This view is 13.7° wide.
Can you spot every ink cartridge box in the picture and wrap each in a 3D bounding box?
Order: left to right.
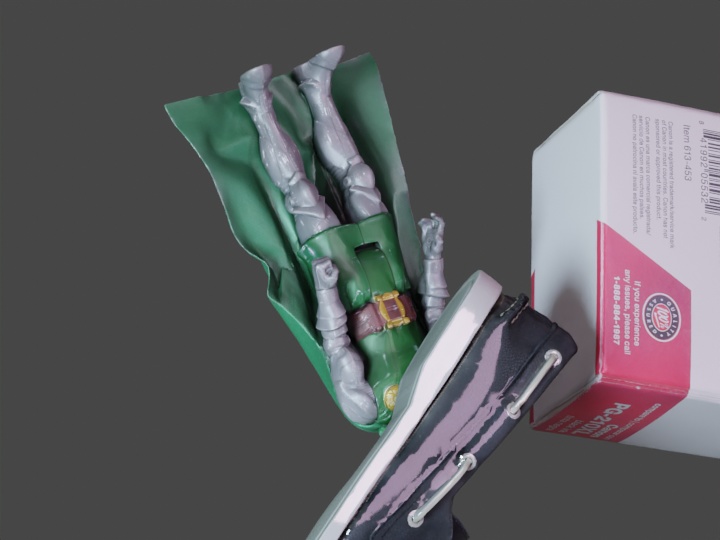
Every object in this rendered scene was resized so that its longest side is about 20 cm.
[{"bbox_3d":[0.186,0.011,1.413,0.199,0.084,0.145,10,67,-18],"label":"ink cartridge box"}]

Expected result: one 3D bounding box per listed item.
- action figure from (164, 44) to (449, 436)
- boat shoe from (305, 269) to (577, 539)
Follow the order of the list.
[{"bbox_3d":[0.000,0.000,1.360,0.118,0.055,0.201,-18,83,-30],"label":"action figure"},{"bbox_3d":[0.023,0.098,1.293,0.060,0.076,0.200,32,87,-3],"label":"boat shoe"}]
